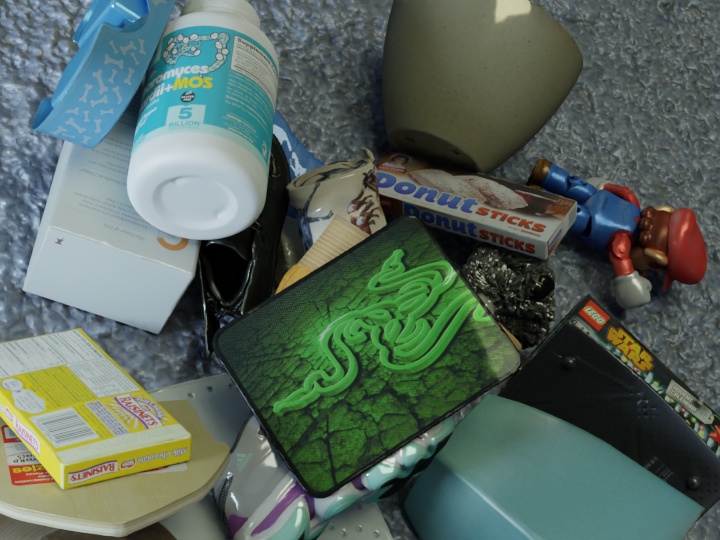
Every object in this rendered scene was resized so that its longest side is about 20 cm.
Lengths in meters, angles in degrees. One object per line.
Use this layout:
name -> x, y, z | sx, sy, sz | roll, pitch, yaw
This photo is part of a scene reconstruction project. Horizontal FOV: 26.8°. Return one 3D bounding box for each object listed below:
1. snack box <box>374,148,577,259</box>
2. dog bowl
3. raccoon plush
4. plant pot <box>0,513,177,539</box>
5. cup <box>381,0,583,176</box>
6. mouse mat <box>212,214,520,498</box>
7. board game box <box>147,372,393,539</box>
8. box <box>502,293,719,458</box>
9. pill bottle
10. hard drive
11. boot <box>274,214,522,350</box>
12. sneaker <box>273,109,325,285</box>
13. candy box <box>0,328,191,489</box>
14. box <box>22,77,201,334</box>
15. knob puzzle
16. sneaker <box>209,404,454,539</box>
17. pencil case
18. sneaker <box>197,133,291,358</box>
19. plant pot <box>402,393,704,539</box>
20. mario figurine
snack box -> 0.099, -0.064, 1.424 | 0.199, 0.024, 0.072 | 18, 44, 24
dog bowl -> -0.203, -0.181, 1.231 | 0.049, 0.111, 0.201 | 32, 47, -20
raccoon plush -> 0.095, 0.010, 1.415 | 0.133, 0.097, 0.200 | -2, 33, -16
plant pot -> -0.199, 0.239, 1.057 | 0.200, 0.093, 0.202 | 8, 57, -12
cup -> 0.098, -0.173, 1.474 | 0.199, 0.200, 0.144 | 27, 75, -8
mouse mat -> 0.004, 0.063, 1.171 | 0.199, 0.008, 0.161 | -32, 69, -12
board game box -> -0.091, 0.178, 1.217 | 0.199, 0.026, 0.201 | -11, 64, -33
box -> 0.246, 0.132, 1.416 | 0.200, 0.040, 0.137 | 43, 48, 6
pill bottle -> -0.124, -0.133, 1.232 | 0.110, 0.111, 0.201 | 16, 51, -17
hard drive -> 0.218, 0.152, 1.334 | 0.200, 0.135, 0.042 | 44, 17, 6
boot -> 0.018, 0.063, 1.242 | 0.201, 0.071, 0.145 | 31, 90, -9
sneaker -> -0.050, -0.086, 1.386 | 0.111, 0.077, 0.201 | -10, 67, -26
candy box -> -0.217, 0.099, 1.134 | 0.102, 0.027, 0.200 | -7, 25, -33
box -> -0.197, -0.067, 1.286 | 0.124, 0.098, 0.201 | 19, 51, -15
knob puzzle -> -0.190, 0.150, 1.092 | 0.218, 0.031, 0.220 | 3, 17, -1
sneaker -> -0.036, 0.127, 1.183 | 0.199, 0.078, 0.140 | -30, 73, -17
pencil case -> 0.000, 0.000, 1.303 | 0.089, 0.078, 0.201 | -19, 98, -25
sneaker -> -0.100, -0.026, 1.273 | 0.060, 0.104, 0.201 | 4, 90, 8
plant pot -> 0.145, 0.211, 1.249 | 0.200, 0.142, 0.141 | 37, 48, 14
mario figurine -> 0.252, -0.030, 1.527 | 0.199, 0.106, 0.124 | 23, 86, 2
